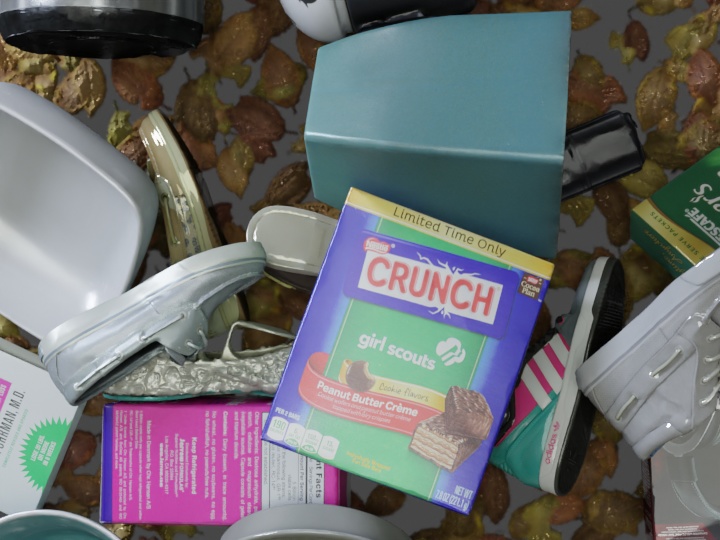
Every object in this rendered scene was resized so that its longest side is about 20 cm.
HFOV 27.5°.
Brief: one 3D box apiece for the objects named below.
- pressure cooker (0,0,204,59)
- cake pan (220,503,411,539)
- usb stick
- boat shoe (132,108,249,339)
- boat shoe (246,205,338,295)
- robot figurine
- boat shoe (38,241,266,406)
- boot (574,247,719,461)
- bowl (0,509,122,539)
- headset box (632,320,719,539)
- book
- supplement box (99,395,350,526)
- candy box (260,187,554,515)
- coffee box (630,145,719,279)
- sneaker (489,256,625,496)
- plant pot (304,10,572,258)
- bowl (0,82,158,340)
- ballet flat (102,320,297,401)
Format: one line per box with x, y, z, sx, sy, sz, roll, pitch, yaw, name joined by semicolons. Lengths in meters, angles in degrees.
-0.214;-0.281;1.209;0.177;0.176;0.202;2;90;29;pressure cooker
-0.035;0.253;1.207;0.198;0.201;0.037;0;48;5;cake pan
0.144;-0.077;1.249;0.199;0.033;0.056;-22;95;5;usb stick
-0.154;-0.037;1.255;0.062;0.073;0.201;-20;89;2;boat shoe
0.000;0.000;1.249;0.198;0.060;0.072;16;72;2;boat shoe
0.025;-0.260;1.210;0.198;0.151;0.126;-12;121;5;robot figurine
-0.158;0.046;1.186;0.200;0.070;0.072;-27;78;-5;boat shoe
0.254;0.057;1.094;0.096;0.073;0.200;52;126;14;boot
-0.254;0.296;1.251;0.199;0.105;0.203;0;90;5;bowl
0.300;0.136;1.179;0.147;0.077;0.202;-3;89;6;headset box
-0.350;0.119;1.292;0.199;0.048;0.134;24;96;3;book
-0.109;0.159;1.239;0.198;0.101;0.104;2;90;4;supplement box
0.037;0.062;1.115;0.168;0.077;0.201;20;83;1;candy box
0.328;-0.054;1.174;0.199;0.044;0.123;-33;57;-13;coffee box
0.142;0.076;1.223;0.120;0.084;0.201;12;75;28;sneaker
0.061;-0.109;1.159;0.198;0.142;0.142;3;60;7;plant pot
-0.262;-0.051;1.234;0.199;0.075;0.200;35;129;5;bowl
-0.118;0.074;1.235;0.198;0.072;0.072;0;90;-2;ballet flat
